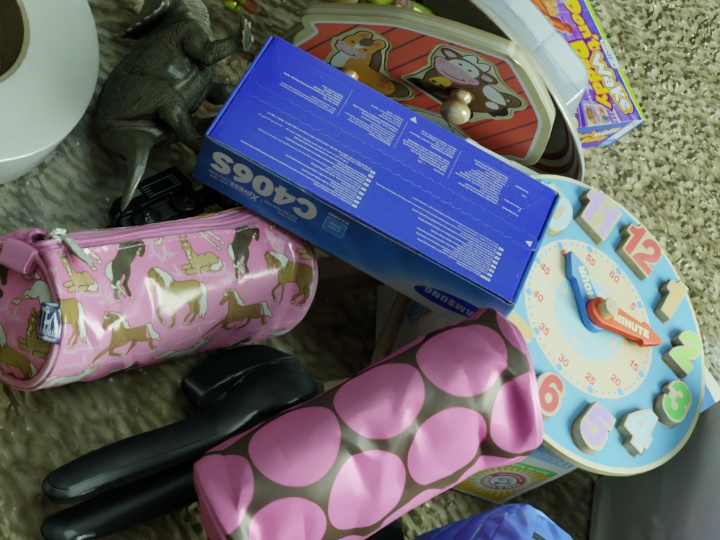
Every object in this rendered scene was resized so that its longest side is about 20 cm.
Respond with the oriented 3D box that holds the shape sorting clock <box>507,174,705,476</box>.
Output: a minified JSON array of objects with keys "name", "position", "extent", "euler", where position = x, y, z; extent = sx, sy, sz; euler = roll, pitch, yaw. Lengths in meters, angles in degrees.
[{"name":"shape sorting clock","position":[0.145,0.030,0.895],"extent":[0.199,0.039,0.202],"euler":[20,53,-29]}]

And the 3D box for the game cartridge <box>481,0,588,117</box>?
[{"name":"game cartridge","position":[0.083,-0.180,1.031],"extent":[0.041,0.133,0.200],"euler":[-42,81,-7]}]

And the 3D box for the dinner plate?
[{"name":"dinner plate","position":[0.091,-0.137,0.998],"extent":[0.024,0.200,0.201],"euler":[-42,95,-12]}]

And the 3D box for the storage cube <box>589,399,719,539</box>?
[{"name":"storage cube","position":[0.262,0.212,0.926],"extent":[0.179,0.200,0.172],"euler":[28,50,-15]}]

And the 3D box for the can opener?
[{"name":"can opener","position":[-0.094,0.103,0.794],"extent":[0.199,0.078,0.064],"euler":[-28,123,-43]}]

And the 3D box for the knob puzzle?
[{"name":"knob puzzle","position":[0.040,-0.113,0.936],"extent":[0.218,0.219,0.031],"euler":[29,70,-23]}]

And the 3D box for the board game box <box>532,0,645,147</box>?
[{"name":"board game box","position":[0.139,-0.196,1.168],"extent":[0.134,0.045,0.202],"euler":[-11,73,-43]}]

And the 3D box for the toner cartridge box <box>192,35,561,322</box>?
[{"name":"toner cartridge box","position":[0.011,-0.050,0.831],"extent":[0.199,0.043,0.095],"euler":[29,54,0]}]

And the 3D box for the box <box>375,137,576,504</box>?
[{"name":"box","position":[0.081,0.036,0.939],"extent":[0.112,0.101,0.202],"euler":[23,52,-28]}]

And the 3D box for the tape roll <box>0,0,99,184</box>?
[{"name":"tape roll","position":[-0.246,-0.141,0.816],"extent":[0.201,0.037,0.205],"euler":[20,54,-31]}]

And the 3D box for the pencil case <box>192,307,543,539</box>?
[{"name":"pencil case","position":[0.008,0.101,0.762],"extent":[0.199,0.091,0.094],"euler":[-27,95,-13]}]

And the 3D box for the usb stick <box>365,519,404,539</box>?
[{"name":"usb stick","position":[-0.043,0.187,0.796],"extent":[0.200,0.032,0.056],"euler":[-34,95,-46]}]

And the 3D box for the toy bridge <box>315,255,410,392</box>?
[{"name":"toy bridge","position":[0.000,0.000,0.920],"extent":[0.066,0.027,0.202],"euler":[-10,63,4]}]

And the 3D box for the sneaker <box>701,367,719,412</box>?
[{"name":"sneaker","position":[0.188,0.070,1.026],"extent":[0.201,0.076,0.111],"euler":[52,34,-12]}]

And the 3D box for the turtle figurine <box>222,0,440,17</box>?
[{"name":"turtle figurine","position":[-0.020,-0.191,0.941],"extent":[0.161,0.199,0.065],"euler":[42,50,-31]}]

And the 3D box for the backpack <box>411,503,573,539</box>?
[{"name":"backpack","position":[0.077,0.232,0.776],"extent":[0.163,0.167,0.200],"euler":[54,42,-9]}]

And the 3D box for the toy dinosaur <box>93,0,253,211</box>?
[{"name":"toy dinosaur","position":[-0.122,-0.109,0.882],"extent":[0.077,0.101,0.202],"euler":[68,33,-58]}]

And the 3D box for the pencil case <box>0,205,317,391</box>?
[{"name":"pencil case","position":[-0.116,0.010,0.799],"extent":[0.199,0.086,0.084],"euler":[-10,77,-46]}]

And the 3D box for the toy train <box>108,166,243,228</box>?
[{"name":"toy train","position":[-0.072,-0.065,0.894],"extent":[0.199,0.034,0.046],"euler":[-28,56,-32]}]
